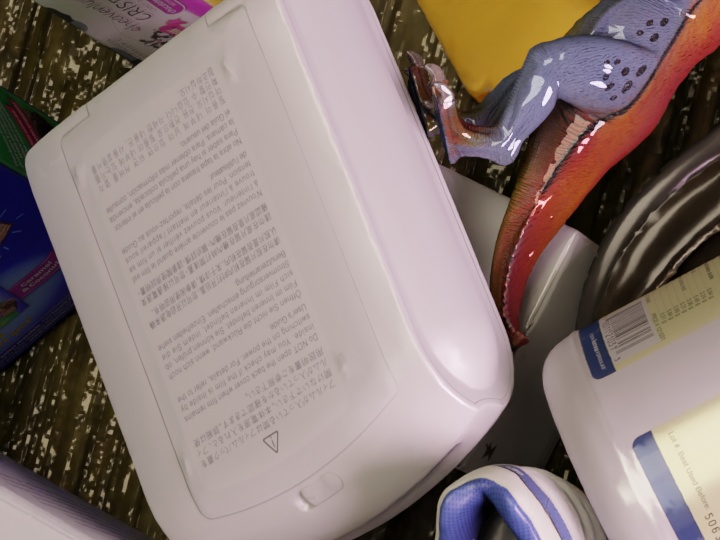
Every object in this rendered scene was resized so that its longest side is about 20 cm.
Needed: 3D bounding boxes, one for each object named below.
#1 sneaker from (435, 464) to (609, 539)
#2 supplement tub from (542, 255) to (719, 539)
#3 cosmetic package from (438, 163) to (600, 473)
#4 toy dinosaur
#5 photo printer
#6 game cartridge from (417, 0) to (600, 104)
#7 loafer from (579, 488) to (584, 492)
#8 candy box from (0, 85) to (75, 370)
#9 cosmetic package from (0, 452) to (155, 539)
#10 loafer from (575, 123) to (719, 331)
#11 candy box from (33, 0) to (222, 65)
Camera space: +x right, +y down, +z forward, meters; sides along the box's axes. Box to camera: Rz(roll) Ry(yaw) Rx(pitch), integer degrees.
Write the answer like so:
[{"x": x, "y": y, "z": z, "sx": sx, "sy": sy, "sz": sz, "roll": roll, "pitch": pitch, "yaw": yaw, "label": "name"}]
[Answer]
[{"x": 0.045, "y": 0.167, "z": 1.012, "sx": 0.075, "sy": 0.088, "sz": 0.202, "roll": -7, "pitch": 75, "yaw": 22, "label": "sneaker"}, {"x": 0.183, "y": 0.049, "z": 1.058, "sx": 0.199, "sy": 0.145, "sz": 0.146, "roll": -28, "pitch": 67, "yaw": 7, "label": "supplement tub"}, {"x": 0.000, "y": 0.000, "z": 1.192, "sx": 0.199, "sy": 0.085, "sz": 0.108, "roll": 29, "pitch": 89, "yaw": 26, "label": "cosmetic package"}, {"x": 0.109, "y": -0.088, "z": 1.130, "sx": 0.180, "sy": 0.105, "sz": 0.201, "roll": -15, "pitch": 89, "yaw": -6, "label": "toy dinosaur"}, {"x": -0.034, "y": 0.007, "z": 1.107, "sx": 0.166, "sy": 0.069, "sz": 0.201, "roll": -33, "pitch": 71, "yaw": 35, "label": "photo printer"}, {"x": 0.101, "y": -0.181, "z": 1.228, "sx": 0.199, "sy": 0.032, "sz": 0.177, "roll": -34, "pitch": 66, "yaw": 15, "label": "game cartridge"}, {"x": 0.021, "y": 0.157, "z": 1.135, "sx": 0.067, "sy": 0.076, "sz": 0.200, "roll": 38, "pitch": 91, "yaw": -15, "label": "loafer"}, {"x": -0.212, "y": -0.009, "z": 1.223, "sx": 0.169, "sy": 0.200, "sz": 0.077, "roll": -40, "pitch": 64, "yaw": 9, "label": "candy box"}, {"x": -0.175, "y": 0.159, "z": 1.181, "sx": 0.199, "sy": 0.167, "sz": 0.167, "roll": 26, "pitch": 87, "yaw": 28, "label": "cosmetic package"}, {"x": 0.164, "y": -0.024, "z": 1.131, "sx": 0.200, "sy": 0.073, "sz": 0.071, "roll": -50, "pitch": 61, "yaw": 5, "label": "loafer"}, {"x": -0.105, "y": -0.199, "z": 1.262, "sx": 0.061, "sy": 0.136, "sz": 0.201, "roll": -16, "pitch": 71, "yaw": 20, "label": "candy box"}]
